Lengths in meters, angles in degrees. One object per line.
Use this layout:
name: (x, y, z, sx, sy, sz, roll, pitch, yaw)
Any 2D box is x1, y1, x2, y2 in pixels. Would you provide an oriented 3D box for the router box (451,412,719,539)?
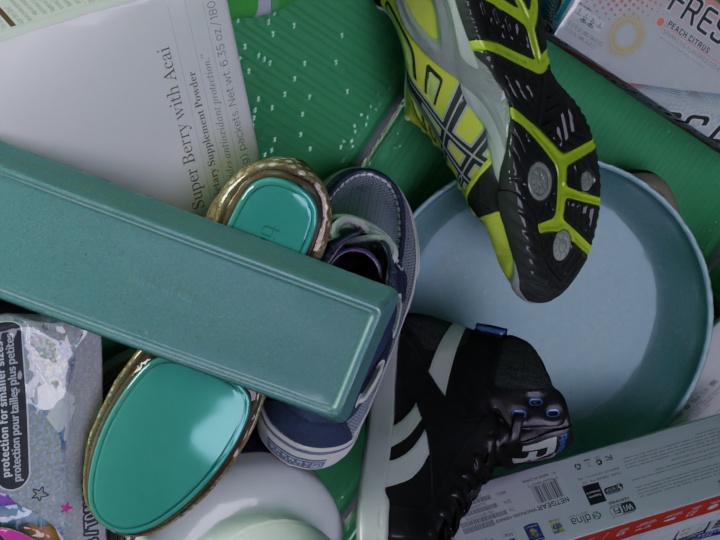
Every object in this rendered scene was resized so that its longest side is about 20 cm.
router box: (0.122, 0.164, 1.167, 0.199, 0.049, 0.180, -14, 152, -19)

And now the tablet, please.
tablet: (0.221, 0.084, 1.204, 0.130, 0.014, 0.200, 18, 127, -37)

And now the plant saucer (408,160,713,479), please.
plant saucer: (0.100, 0.026, 1.138, 0.199, 0.036, 0.201, -2, 107, -6)

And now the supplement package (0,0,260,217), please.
supplement package: (-0.165, -0.073, 0.945, 0.200, 0.120, 0.122, -20, 119, -17)

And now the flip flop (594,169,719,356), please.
flip flop: (0.187, 0.030, 1.191, 0.081, 0.058, 0.200, -29, 123, -12)

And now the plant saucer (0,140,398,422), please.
plant saucer: (-0.086, 0.008, 0.890, 0.200, 0.019, 0.070, 20, 106, -9)

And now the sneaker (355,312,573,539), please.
sneaker: (0.055, 0.104, 1.037, 0.112, 0.200, 0.073, 3, 142, 2)

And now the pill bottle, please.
pill bottle: (-0.076, 0.126, 1.020, 0.111, 0.200, 0.111, -12, 119, -22)

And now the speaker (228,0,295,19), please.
speaker: (0.005, -0.196, 0.998, 0.200, 0.088, 0.089, -25, 119, -15)

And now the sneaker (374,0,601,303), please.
sneaker: (0.069, -0.079, 1.064, 0.075, 0.076, 0.201, -26, 104, -44)

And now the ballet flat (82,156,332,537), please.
ballet flat: (-0.069, 0.035, 0.942, 0.070, 0.065, 0.200, 30, 104, -7)

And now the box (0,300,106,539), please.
box: (-0.198, 0.098, 0.992, 0.114, 0.132, 0.201, -9, 114, -23)

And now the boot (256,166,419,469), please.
boot: (0.000, 0.000, 1.008, 0.073, 0.200, 0.090, 16, 136, -6)

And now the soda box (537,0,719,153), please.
soda box: (0.179, -0.123, 1.123, 0.200, 0.064, 0.069, 28, 97, -31)
